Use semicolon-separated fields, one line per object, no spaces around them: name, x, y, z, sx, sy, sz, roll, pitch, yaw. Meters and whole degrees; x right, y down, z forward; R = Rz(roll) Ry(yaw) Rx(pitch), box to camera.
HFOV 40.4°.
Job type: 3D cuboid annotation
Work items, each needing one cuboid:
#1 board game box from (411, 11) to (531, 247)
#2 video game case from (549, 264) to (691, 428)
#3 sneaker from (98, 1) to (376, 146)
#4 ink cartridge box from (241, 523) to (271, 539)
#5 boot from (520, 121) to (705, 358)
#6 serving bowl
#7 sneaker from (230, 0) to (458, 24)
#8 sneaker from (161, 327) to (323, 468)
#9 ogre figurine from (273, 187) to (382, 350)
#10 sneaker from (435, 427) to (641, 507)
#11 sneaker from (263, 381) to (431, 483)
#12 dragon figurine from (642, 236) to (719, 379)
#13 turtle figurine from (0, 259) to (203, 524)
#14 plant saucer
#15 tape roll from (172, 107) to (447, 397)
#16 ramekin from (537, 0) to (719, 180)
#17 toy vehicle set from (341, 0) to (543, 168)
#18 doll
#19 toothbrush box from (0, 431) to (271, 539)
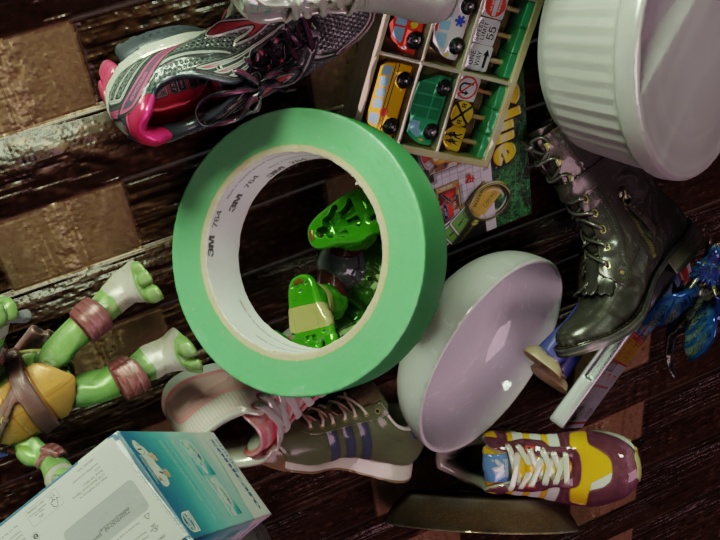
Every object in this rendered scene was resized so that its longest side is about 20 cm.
board game box;0.088;-0.112;0.807;0.104;0.023;0.201;-24;131;-13
video game case;0.263;0.073;0.976;0.200;0.017;0.143;-55;158;5
sneaker;-0.075;-0.139;0.664;0.199;0.075;0.081;-29;131;-8
ink cartridge box;-0.149;0.267;0.877;0.084;0.144;0.200;-41;133;3
boot;0.190;-0.045;0.827;0.200;0.069;0.174;-43;103;-24
serving bowl;0.099;0.064;0.895;0.200;0.066;0.201;-33;141;-32
sneaker;-0.036;-0.184;0.610;0.199;0.070;0.081;17;73;-11
sneaker;-0.063;0.106;0.829;0.199;0.105;0.076;-20;120;-14
ogre figurine;0.000;0.000;0.772;0.120;0.098;0.201;3;100;-60
sneaker;0.165;0.188;0.929;0.090;0.199;0.075;1;83;-45
sneaker;-0.016;0.139;0.914;0.200;0.067;0.090;16;107;-35
dragon figurine;0.292;0.037;0.864;0.099;0.059;0.200;-37;160;-42
turtle figurine;-0.212;0.084;0.694;0.194;0.144;0.200;-34;164;-20
plant saucer;0.124;0.247;1.010;0.199;0.200;0.035;9;79;-32
tape roll;-0.039;-0.012;0.696;0.201;0.200;0.048;-52;161;15
ramekin;0.216;-0.174;0.739;0.202;0.094;0.203;-18;114;-44
toy vehicle set;0.068;-0.182;0.716;0.124;0.027;0.201;6;112;-26
doll;0.235;0.018;0.930;0.200;0.048;0.137;-50;148;-10
toothbrush box;-0.162;0.186;0.669;0.146;0.085;0.200;-38;168;0
